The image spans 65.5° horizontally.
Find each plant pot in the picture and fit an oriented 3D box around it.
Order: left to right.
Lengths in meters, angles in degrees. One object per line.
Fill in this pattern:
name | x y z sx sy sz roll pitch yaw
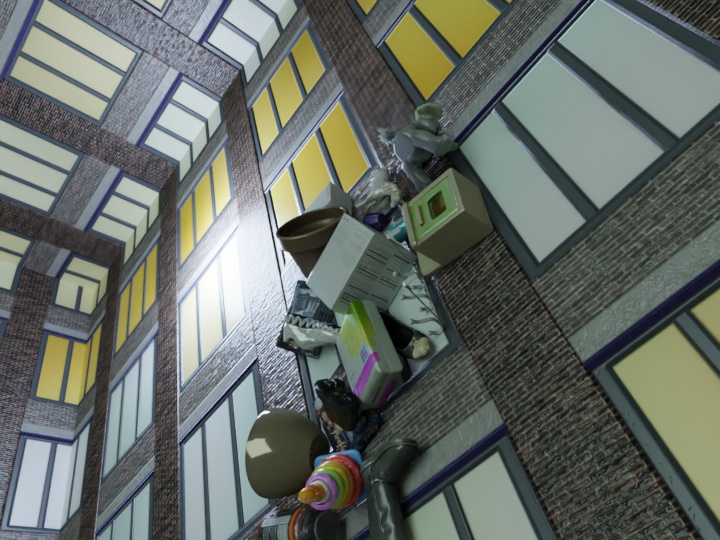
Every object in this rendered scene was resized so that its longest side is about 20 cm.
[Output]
plant pot | -0.148 0.418 1.276 0.133 0.200 0.202 -6 63 28
plant pot | -0.104 -0.051 1.464 0.199 0.176 0.201 -15 22 6

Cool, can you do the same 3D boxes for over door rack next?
over door rack | 0.103 0.030 1.158 0.066 0.200 0.148 -24 47 8

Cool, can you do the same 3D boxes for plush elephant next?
plush elephant | 0.158 -0.305 1.340 0.200 0.154 0.165 40 141 27

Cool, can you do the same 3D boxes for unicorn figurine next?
unicorn figurine | 0.052 -0.208 1.468 0.137 0.074 0.201 -37 44 34

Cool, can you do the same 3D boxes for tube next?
tube | 0.155 -0.143 1.325 0.200 0.050 0.078 -38 39 27

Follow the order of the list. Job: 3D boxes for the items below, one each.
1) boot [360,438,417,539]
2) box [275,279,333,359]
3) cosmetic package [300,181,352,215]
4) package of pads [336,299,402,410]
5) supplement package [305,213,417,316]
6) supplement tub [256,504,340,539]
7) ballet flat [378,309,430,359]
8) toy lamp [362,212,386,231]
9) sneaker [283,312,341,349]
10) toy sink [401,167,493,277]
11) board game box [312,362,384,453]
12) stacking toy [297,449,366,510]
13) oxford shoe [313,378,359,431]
boot | 0.063 0.446 1.068 0.182 0.072 0.201 -55 28 38
box | -0.145 0.132 1.540 0.157 0.050 0.201 5 74 52
cosmetic package | -0.116 -0.144 1.629 0.200 0.085 0.108 -46 28 26
package of pads | 0.014 0.187 1.235 0.155 0.068 0.201 111 148 -41
supplement package | 0.000 0.000 1.345 0.201 0.150 0.152 -60 36 6
supplement tub | -0.132 0.570 1.216 0.199 0.107 0.108 -28 49 39
ballet flat | 0.081 0.141 1.231 0.067 0.057 0.200 -51 35 -10
toy lamp | -0.008 -0.112 1.504 0.199 0.058 0.059 -18 56 46
sneaker | -0.111 0.167 1.421 0.199 0.075 0.082 12 86 27
toy sink | 0.167 -0.101 1.224 0.200 0.112 0.131 -38 43 33
board game box | -0.034 0.328 1.293 0.136 0.034 0.200 -56 36 13
stacking toy | -0.069 0.433 1.117 0.115 0.200 0.111 -16 76 16
oxford shoe | -0.059 0.299 1.252 0.200 0.072 0.085 -147 53 -68
